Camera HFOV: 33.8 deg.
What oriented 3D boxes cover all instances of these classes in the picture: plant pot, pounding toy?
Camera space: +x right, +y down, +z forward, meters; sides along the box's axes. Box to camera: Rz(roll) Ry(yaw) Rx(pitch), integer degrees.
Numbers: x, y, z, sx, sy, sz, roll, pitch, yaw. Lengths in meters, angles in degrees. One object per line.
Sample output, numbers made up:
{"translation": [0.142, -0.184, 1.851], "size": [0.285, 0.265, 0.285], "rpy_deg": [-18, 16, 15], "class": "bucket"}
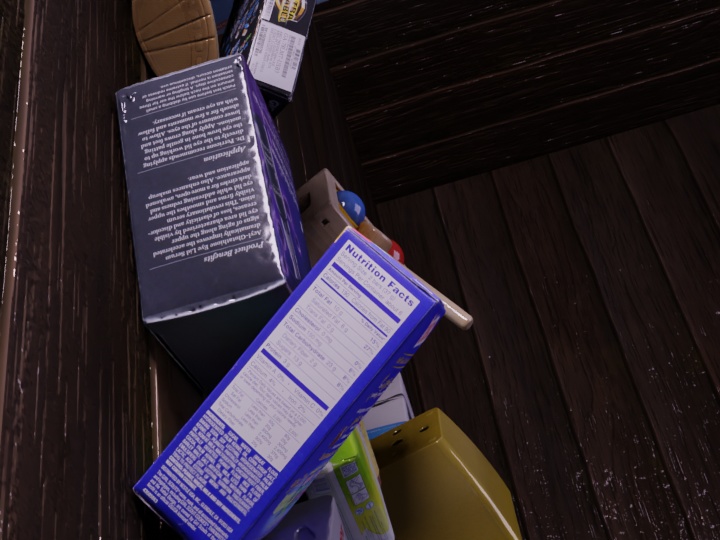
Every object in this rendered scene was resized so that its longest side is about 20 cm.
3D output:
{"translation": [0.090, 0.311, 1.636], "size": [0.178, 0.198, 0.200], "rpy_deg": [62, 7, -10], "class": "plant pot"}
{"translation": [0.000, 0.000, 1.281], "size": [0.185, 0.142, 0.200], "rpy_deg": [50, 8, -16], "class": "pounding toy"}

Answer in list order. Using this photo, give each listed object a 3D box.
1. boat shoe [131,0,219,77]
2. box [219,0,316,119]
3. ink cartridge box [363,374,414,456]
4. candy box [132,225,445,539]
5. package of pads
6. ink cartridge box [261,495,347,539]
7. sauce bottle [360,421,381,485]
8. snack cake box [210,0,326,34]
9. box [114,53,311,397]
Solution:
{"translation": [-0.165, -0.249, 1.026], "size": [0.069, 0.073, 0.202], "rpy_deg": [-53, 127, -77], "class": "boat shoe"}
{"translation": [-0.084, -0.209, 1.023], "size": [0.200, 0.049, 0.201], "rpy_deg": [148, -41, -65], "class": "box"}
{"translation": [0.048, 0.270, 1.824], "size": [0.201, 0.083, 0.146], "rpy_deg": [-97, 171, -65], "class": "ink cartridge box"}
{"translation": [-0.035, 0.076, 0.748], "size": [0.077, 0.200, 0.169], "rpy_deg": [40, 0, 7], "class": "candy box"}
{"translation": [-0.033, 0.173, 1.185], "size": [0.201, 0.067, 0.156], "rpy_deg": [-110, 180, -50], "class": "package of pads"}
{"translation": [-0.032, 0.281, 0.821], "size": [0.146, 0.083, 0.202], "rpy_deg": [-85, 159, -78], "class": "ink cartridge box"}
{"translation": [-0.029, 0.168, 1.342], "size": [0.066, 0.065, 0.202], "rpy_deg": [-95, 170, -67], "class": "sauce bottle"}
{"translation": [-0.101, -0.345, 1.332], "size": [0.068, 0.198, 0.116], "rpy_deg": [68, 7, -46], "class": "snack cake box"}
{"translation": [-0.102, -0.030, 0.884], "size": [0.148, 0.103, 0.202], "rpy_deg": [67, 9, -63], "class": "box"}
